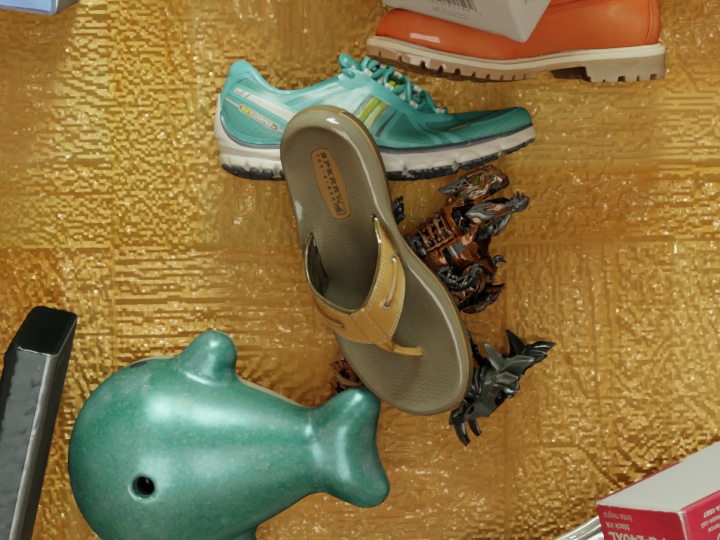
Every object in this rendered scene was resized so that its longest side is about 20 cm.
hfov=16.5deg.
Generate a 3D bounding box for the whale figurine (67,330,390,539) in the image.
[{"bbox_3d":[-0.085,0.118,1.526,0.199,0.104,0.160,-2,100,13],"label":"whale figurine"}]

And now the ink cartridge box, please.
[{"bbox_3d":[0.242,0.217,1.543,0.145,0.083,0.201,-20,102,-36],"label":"ink cartridge box"}]

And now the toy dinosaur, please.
[{"bbox_3d":[0.045,0.032,1.550,0.136,0.102,0.200,39,125,7],"label":"toy dinosaur"}]

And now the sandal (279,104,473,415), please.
[{"bbox_3d":[0.000,0.000,1.475,0.080,0.054,0.201,-17,102,26],"label":"sandal"}]

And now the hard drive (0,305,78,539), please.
[{"bbox_3d":[-0.214,0.130,1.518,0.033,0.140,0.201,12,99,-3],"label":"hard drive"}]

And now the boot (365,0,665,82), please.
[{"bbox_3d":[0.093,-0.165,1.496,0.199,0.075,0.108,-5,100,-27],"label":"boot"}]

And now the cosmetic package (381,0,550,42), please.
[{"bbox_3d":[0.092,-0.239,1.441,0.101,0.071,0.200,19,66,29],"label":"cosmetic package"}]

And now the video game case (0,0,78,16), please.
[{"bbox_3d":[-0.265,-0.188,1.444,0.199,0.181,0.046,8,98,-3],"label":"video game case"}]

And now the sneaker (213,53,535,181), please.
[{"bbox_3d":[0.010,-0.095,1.525,0.199,0.078,0.080,1,90,-2],"label":"sneaker"}]

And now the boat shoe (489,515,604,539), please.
[{"bbox_3d":[0.089,0.203,1.577,0.199,0.072,0.066,-22,82,9],"label":"boat shoe"}]
